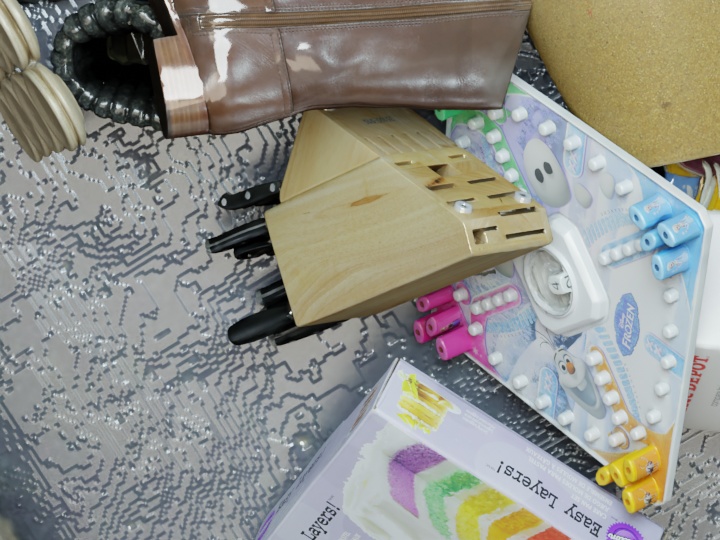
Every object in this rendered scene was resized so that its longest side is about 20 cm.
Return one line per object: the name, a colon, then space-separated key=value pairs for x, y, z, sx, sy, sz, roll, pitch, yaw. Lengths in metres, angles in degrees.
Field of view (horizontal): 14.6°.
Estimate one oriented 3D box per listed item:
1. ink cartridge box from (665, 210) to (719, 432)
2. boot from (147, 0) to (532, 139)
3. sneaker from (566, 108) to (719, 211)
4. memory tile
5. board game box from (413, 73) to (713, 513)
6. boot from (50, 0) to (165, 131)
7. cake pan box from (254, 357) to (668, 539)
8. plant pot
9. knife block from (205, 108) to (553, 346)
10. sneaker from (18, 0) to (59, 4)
ink cartridge box: x=0.259 y=0.037 z=1.558 sx=0.199 sy=0.145 sz=0.085 roll=7 pitch=68 yaw=1
boot: x=-0.017 y=-0.166 z=1.453 sx=0.199 sy=0.064 sz=0.187 roll=-8 pitch=92 yaw=-11
sneaker: x=0.194 y=-0.040 z=1.582 sx=0.199 sy=0.090 sz=0.075 roll=11 pitch=102 yaw=1
memory tile: x=-0.201 y=-0.130 z=1.531 sx=0.017 sy=0.200 sz=0.154 roll=-32 pitch=98 yaw=-11
board game box: x=0.103 y=0.006 z=1.525 sx=0.026 sy=0.200 sz=0.201 roll=-25 pitch=135 yaw=-31
boot: x=-0.057 y=-0.130 z=1.540 sx=0.210 sy=0.158 sz=0.080 roll=-9 pitch=101 yaw=5
cake pan box: x=0.048 y=0.162 z=1.605 sx=0.184 sy=0.052 sz=0.200 roll=35 pitch=136 yaw=-4
plant pot: x=0.155 y=-0.158 z=1.488 sx=0.186 sy=0.186 sz=0.201 roll=-11 pitch=94 yaw=5
knife block: x=0.000 y=0.000 z=1.550 sx=0.200 sy=0.064 sz=0.176 roll=38 pitch=124 yaw=37
sneaker: x=-0.150 y=-0.232 z=1.576 sx=0.200 sy=0.078 sz=0.090 roll=-42 pitch=66 yaw=17
